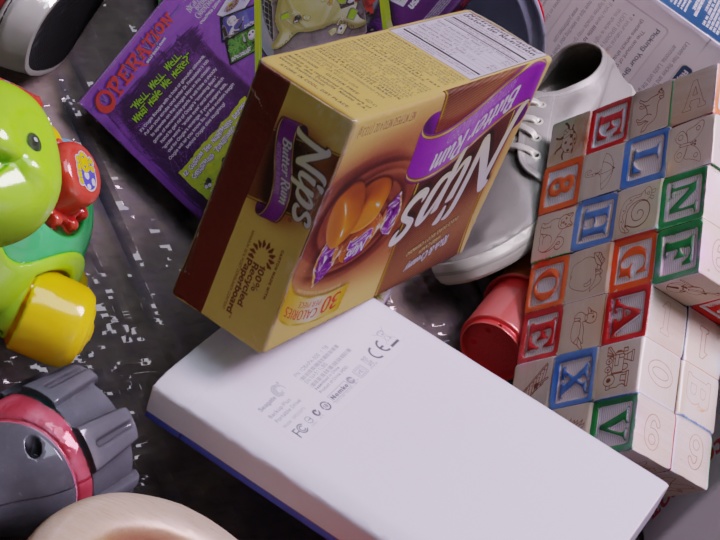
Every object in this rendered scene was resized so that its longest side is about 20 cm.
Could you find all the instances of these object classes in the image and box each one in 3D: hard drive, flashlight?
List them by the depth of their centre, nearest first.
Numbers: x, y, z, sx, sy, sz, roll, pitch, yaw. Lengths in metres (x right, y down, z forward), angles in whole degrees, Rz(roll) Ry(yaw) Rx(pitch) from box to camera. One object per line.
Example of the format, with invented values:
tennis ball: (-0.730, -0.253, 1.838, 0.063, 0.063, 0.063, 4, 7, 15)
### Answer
flashlight: (-0.174, 0.104, 0.726, 0.068, 0.068, 0.200, 48, 41, 9)
hard drive: (0.023, 0.079, 0.817, 0.199, 0.026, 0.132, 32, 38, 14)

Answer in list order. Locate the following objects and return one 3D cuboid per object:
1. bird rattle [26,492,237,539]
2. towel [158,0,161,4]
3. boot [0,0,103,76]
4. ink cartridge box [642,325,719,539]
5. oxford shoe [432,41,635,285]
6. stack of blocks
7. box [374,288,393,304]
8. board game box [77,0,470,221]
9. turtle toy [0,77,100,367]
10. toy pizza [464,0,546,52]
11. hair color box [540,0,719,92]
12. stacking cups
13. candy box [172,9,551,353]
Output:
bird rattle: (-0.060, 0.151, 0.721, 0.163, 0.113, 0.199, 49, 42, 12)
towel: (-0.023, -0.130, 1.074, 0.198, 0.023, 0.153, 11, 46, -25)
boot: (-0.195, -0.184, 0.972, 0.143, 0.073, 0.200, 29, 31, -7)
ink cartridge box: (0.221, 0.066, 0.975, 0.124, 0.129, 0.201, 15, 45, -21)
oxford shoe: (0.090, -0.062, 1.031, 0.200, 0.075, 0.058, -50, 121, -39)
stack of blocks: (0.143, 0.010, 0.930, 0.058, 0.115, 0.202, 29, 60, -34)
box: (0.000, 0.000, 0.956, 0.039, 0.042, 0.200, 33, 41, -1)
board game box: (-0.036, -0.120, 0.936, 0.120, 0.200, 0.032, 43, 9, 6)
turtle toy: (-0.167, -0.032, 0.780, 0.145, 0.102, 0.200, 23, 1, -14)
toy pizza: (0.032, -0.188, 1.020, 0.200, 0.200, 0.032, 44, 77, 9)
hair color box: (0.185, -0.129, 1.152, 0.199, 0.100, 0.061, 36, 40, -1)
stacking cups: (0.118, -0.005, 1.029, 0.060, 0.061, 0.200, 37, 44, 2)
candy box: (0.005, -0.047, 0.851, 0.056, 0.117, 0.200, 33, 26, 20)
